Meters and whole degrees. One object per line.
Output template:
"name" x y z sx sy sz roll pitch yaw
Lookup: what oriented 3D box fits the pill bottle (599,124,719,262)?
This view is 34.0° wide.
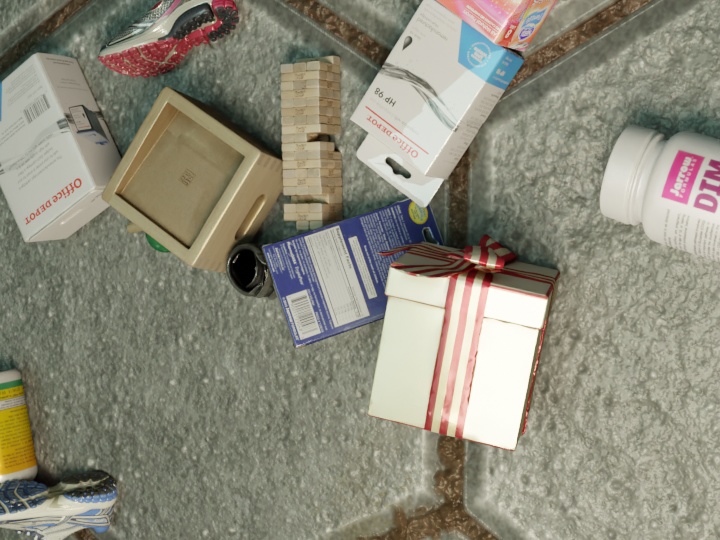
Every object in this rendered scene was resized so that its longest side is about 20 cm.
"pill bottle" 0.342 -0.069 1.142 0.199 0.113 0.114 20 103 25

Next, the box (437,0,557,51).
"box" 0.111 -0.332 1.255 0.200 0.094 0.103 42 112 19

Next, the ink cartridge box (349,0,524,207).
"ink cartridge box" 0.073 -0.181 1.295 0.116 0.067 0.201 38 106 20

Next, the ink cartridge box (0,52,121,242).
"ink cartridge box" -0.408 -0.159 1.549 0.146 0.086 0.201 -31 81 27

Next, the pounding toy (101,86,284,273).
"pounding toy" -0.208 -0.094 1.437 0.184 0.142 0.201 35 98 21

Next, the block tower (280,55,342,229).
"block tower" -0.057 -0.149 1.381 0.054 0.058 0.202 1 93 27

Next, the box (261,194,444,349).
"box" 0.000 0.000 1.337 0.198 0.032 0.122 -18 84 -7

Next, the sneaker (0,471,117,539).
"sneaker" -0.421 0.328 1.556 0.198 0.077 0.086 -3 112 -14

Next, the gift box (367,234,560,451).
"gift box" 0.097 0.060 1.225 0.198 0.185 0.189 12 101 7

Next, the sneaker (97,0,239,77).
"sneaker" -0.238 -0.302 1.460 0.199 0.081 0.075 -22 69 20

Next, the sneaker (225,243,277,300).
"sneaker" -0.071 0.016 1.377 0.199 0.099 0.071 17 100 25

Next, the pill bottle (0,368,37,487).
"pill bottle" -0.506 0.243 1.618 0.112 0.113 0.202 -10 89 28
